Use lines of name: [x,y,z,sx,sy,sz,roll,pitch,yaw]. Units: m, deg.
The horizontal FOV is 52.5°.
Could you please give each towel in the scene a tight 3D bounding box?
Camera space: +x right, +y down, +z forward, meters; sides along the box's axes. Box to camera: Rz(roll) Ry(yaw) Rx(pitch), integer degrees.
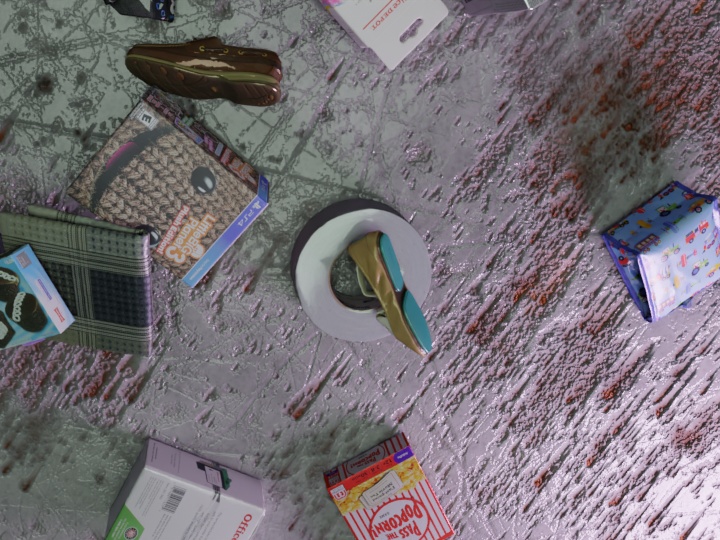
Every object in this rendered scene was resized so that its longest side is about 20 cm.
towel: [-0.364,0.015,0.950,0.199,0.035,0.194,10,121,5]

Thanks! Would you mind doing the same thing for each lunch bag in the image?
lunch bag: [0.499,-0.012,1.161,0.150,0.094,0.200,-35,120,-2]

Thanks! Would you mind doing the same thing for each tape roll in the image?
tape roll: [0.000,0.000,1.065,0.199,0.066,0.202,-4,108,-11]

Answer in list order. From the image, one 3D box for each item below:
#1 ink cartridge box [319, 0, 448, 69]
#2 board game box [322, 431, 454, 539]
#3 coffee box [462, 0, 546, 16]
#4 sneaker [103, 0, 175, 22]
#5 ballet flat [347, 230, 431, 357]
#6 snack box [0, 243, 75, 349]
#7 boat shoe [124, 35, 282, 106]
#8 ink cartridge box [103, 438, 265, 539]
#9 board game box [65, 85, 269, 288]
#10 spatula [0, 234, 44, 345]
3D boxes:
ink cartridge box: [0.007,-0.372,0.944,0.117,0.067,0.200,-43,110,4]
board game box: [0.049,0.388,1.211,0.151,0.046,0.201,-28,111,-2]
coffee box: [0.206,-0.453,0.888,0.199,0.200,0.198,-32,111,0]
sneaker: [-0.224,-0.369,0.901,0.199,0.073,0.112,-12,113,1]
ballet flat: [0.040,0.037,1.027,0.063,0.069,0.201,-15,110,23]
snack box: [-0.482,0.046,0.951,0.199,0.037,0.117,-15,112,24]
boat shoe: [-0.199,-0.264,0.944,0.199,0.072,0.068,8,73,-6]
ink cartridge box: [-0.266,0.369,1.120,0.199,0.084,0.147,27,101,-19]
board game box: [-0.244,-0.108,0.953,0.200,0.097,0.159,39,104,-20]
spatula: [-0.474,0.005,0.993,0.056,0.021,0.201,-17,110,-3]
